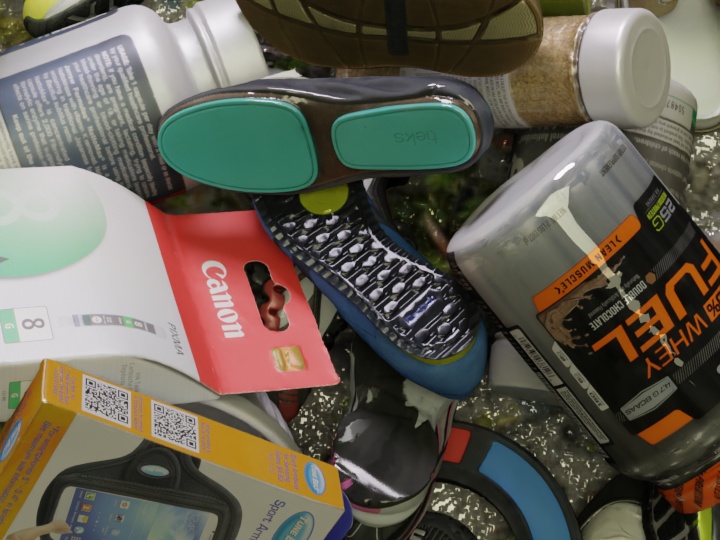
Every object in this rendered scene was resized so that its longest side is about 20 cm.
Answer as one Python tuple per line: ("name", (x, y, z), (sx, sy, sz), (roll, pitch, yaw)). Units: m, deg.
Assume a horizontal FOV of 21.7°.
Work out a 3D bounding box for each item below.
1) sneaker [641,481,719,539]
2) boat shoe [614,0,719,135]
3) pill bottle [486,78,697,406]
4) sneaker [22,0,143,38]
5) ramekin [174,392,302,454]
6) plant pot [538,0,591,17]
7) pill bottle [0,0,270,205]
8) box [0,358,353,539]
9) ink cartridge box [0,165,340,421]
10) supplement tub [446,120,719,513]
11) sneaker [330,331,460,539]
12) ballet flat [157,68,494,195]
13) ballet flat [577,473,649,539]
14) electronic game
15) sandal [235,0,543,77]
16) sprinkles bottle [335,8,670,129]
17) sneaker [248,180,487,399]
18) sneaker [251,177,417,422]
("sneaker", (0.225, 0.107, 1.153), (0.080, 0.074, 0.201), (17, 59, -10))
("boat shoe", (0.201, -0.189, 1.210), (0.074, 0.068, 0.202), (-13, 85, -7))
("pill bottle", (0.140, -0.019, 1.163), (0.112, 0.113, 0.202), (10, 82, -3))
("sneaker", (-0.153, -0.228, 1.188), (0.090, 0.078, 0.200), (39, 71, 1))
("ramekin", (-0.124, 0.137, 1.098), (0.198, 0.105, 0.202), (-2, 111, -5))
("plant pot", (0.034, -0.229, 1.161), (0.198, 0.187, 0.189), (-6, 83, 9))
("pill bottle", (-0.154, -0.093, 1.146), (0.199, 0.120, 0.120), (-21, 85, -6))
("box", (-0.103, 0.133, 1.000), (0.199, 0.042, 0.119), (23, 119, -20))
("ink cartridge box", (-0.124, 0.005, 1.046), (0.198, 0.050, 0.161), (-6, 42, -17))
("supplement tub", (0.151, 0.028, 1.042), (0.122, 0.122, 0.200), (-41, 96, -8))
("sneaker", (0.018, 0.097, 1.128), (0.080, 0.087, 0.200), (18, 38, 10))
("ballet flat", (-0.017, -0.083, 1.085), (0.198, 0.073, 0.074), (-2, 83, 18))
("ballet flat", (0.140, 0.199, 1.160), (0.068, 0.068, 0.200), (42, 82, 2))
("electronic game", (0.037, 0.183, 1.132), (0.198, 0.042, 0.202), (-7, 62, 12))
("sandal", (0.015, -0.158, 1.089), (0.198, 0.054, 0.081), (11, 123, 18))
("sprinkles bottle", (0.082, -0.117, 1.117), (0.199, 0.068, 0.069), (2, 81, 35))
("sneaker", (0.000, 0.000, 1.107), (0.066, 0.079, 0.200), (-37, 63, -13))
("sneaker", (-0.017, 0.003, 1.169), (0.097, 0.071, 0.202), (14, 81, 0))
